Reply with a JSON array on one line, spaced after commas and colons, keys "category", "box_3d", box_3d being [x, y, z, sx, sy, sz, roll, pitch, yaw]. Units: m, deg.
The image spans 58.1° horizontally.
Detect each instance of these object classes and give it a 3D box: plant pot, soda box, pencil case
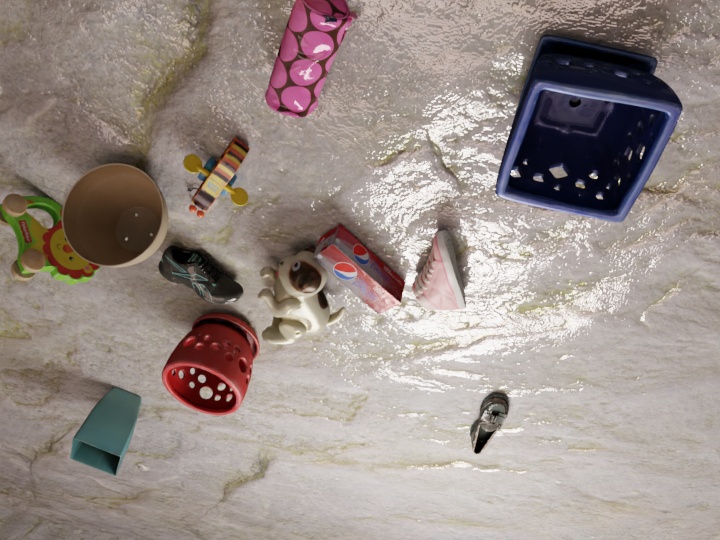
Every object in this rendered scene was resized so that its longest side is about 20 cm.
[{"category": "plant pot", "box_3d": [0.316, -0.215, 0.937, 0.197, 0.181, 0.201, 13, 137, 4]}, {"category": "soda box", "box_3d": [0.000, 0.000, 1.324, 0.070, 0.064, 0.200, -29, 121, 37]}, {"category": "pencil case", "box_3d": [-0.081, -0.333, 1.009, 0.093, 0.092, 0.201, 14, 140, -17]}, {"category": "plant pot", "box_3d": [-0.350, 0.215, 1.552, 0.198, 0.184, 0.202, 8, 136, 8]}, {"category": "plant pot", "box_3d": [-0.724, 0.456, 1.885, 0.140, 0.201, 0.142, 25, 136, -8]}, {"category": "plant pot", "box_3d": [-0.470, -0.097, 1.301, 0.198, 0.203, 0.135, 12, 172, 5]}]

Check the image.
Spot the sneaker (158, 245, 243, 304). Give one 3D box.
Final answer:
[{"category": "sneaker", "box_3d": [-0.349, 0.010, 1.429, 0.198, 0.076, 0.080, 23, 133, -7]}]

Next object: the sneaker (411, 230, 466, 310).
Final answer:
[{"category": "sneaker", "box_3d": [0.144, 0.010, 1.283, 0.103, 0.076, 0.201, -7, 135, 15]}]

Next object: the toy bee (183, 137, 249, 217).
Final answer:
[{"category": "toy bee", "box_3d": [-0.276, -0.152, 1.225, 0.129, 0.109, 0.201, 18, 136, -5]}]

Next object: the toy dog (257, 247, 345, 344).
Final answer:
[{"category": "toy dog", "box_3d": [-0.125, 0.050, 1.359, 0.191, 0.140, 0.201, 13, 134, 3]}]

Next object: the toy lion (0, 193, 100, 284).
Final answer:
[{"category": "toy lion", "box_3d": [-0.657, -0.065, 1.393, 0.068, 0.191, 0.202, -27, 81, 36]}]

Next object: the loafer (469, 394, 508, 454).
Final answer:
[{"category": "loafer", "box_3d": [0.321, 0.388, 1.611, 0.071, 0.063, 0.201, 14, 136, 2]}]
